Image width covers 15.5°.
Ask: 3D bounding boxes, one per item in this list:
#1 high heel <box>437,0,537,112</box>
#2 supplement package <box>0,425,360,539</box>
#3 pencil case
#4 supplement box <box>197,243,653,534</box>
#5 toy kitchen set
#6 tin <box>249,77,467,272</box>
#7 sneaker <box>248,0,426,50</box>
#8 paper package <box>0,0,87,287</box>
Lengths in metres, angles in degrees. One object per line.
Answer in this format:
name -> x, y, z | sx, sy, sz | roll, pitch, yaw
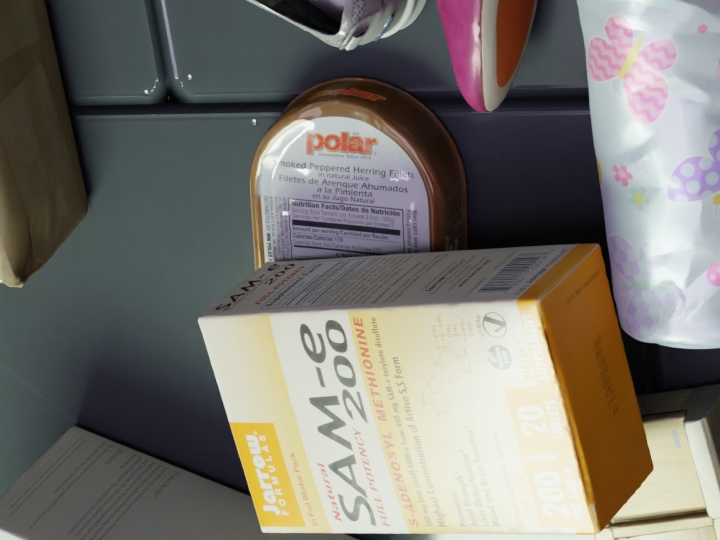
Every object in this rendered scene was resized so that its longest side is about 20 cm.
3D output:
high heel -> 0.034, -0.178, 1.270 | 0.096, 0.067, 0.201 | 10, 110, 27
supplement package -> -0.105, 0.193, 1.460 | 0.199, 0.121, 0.120 | 21, 119, 14
pencil case -> 0.155, -0.063, 1.253 | 0.090, 0.083, 0.201 | 1, 113, 30
supplement box -> 0.031, 0.061, 1.312 | 0.199, 0.073, 0.127 | -4, 111, 34
toy kitchen set -> 0.187, 0.179, 1.295 | 0.162, 0.180, 0.201 | -10, 108, 25
tin -> 0.000, 0.000, 1.377 | 0.111, 0.042, 0.201 | 4, 115, 17
sneaker -> -0.058, -0.180, 1.291 | 0.199, 0.082, 0.075 | 33, 122, 6
paper package -> -0.261, -0.099, 1.403 | 0.189, 0.103, 0.201 | 0, 114, 23
